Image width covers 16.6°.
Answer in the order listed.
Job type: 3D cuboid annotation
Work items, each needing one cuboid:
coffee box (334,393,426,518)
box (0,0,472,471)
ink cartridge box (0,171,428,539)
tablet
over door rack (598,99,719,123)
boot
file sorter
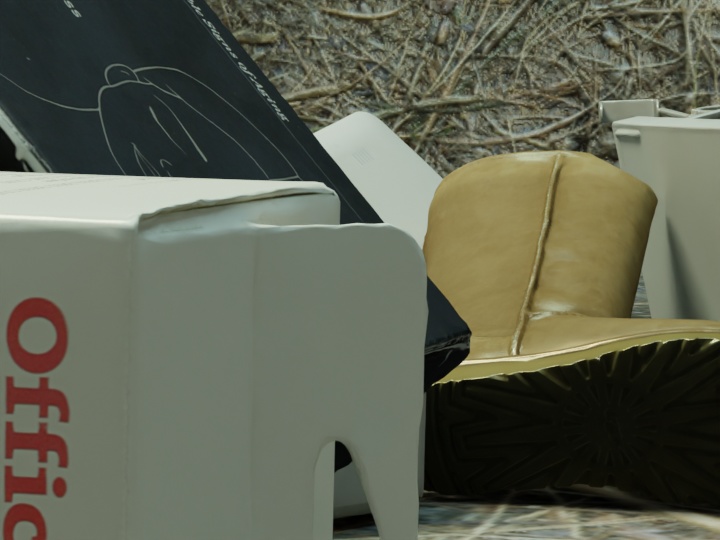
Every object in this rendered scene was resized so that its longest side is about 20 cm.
[{"bbox_3d":[-0.086,0.040,0.885,0.199,0.080,0.114,5,5,44],"label":"coffee box"},{"bbox_3d":[-0.096,-0.013,0.635,0.124,0.200,0.196,-42,-9,17],"label":"box"},{"bbox_3d":[-0.091,0.046,0.459,0.199,0.129,0.125,2,4,14],"label":"ink cartridge box"},{"bbox_3d":[0.000,0.000,1.028,0.130,0.014,0.200,46,32,9],"label":"tablet"},{"bbox_3d":[0.185,-0.021,1.342,0.066,0.149,0.200,-2,5,-11],"label":"over door rack"},{"bbox_3d":[0.100,0.011,0.963,0.174,0.066,0.200,1,26,10],"label":"boot"},{"bbox_3d":[0.207,-0.005,1.014,0.124,0.140,0.200,-14,8,-14],"label":"file sorter"}]
